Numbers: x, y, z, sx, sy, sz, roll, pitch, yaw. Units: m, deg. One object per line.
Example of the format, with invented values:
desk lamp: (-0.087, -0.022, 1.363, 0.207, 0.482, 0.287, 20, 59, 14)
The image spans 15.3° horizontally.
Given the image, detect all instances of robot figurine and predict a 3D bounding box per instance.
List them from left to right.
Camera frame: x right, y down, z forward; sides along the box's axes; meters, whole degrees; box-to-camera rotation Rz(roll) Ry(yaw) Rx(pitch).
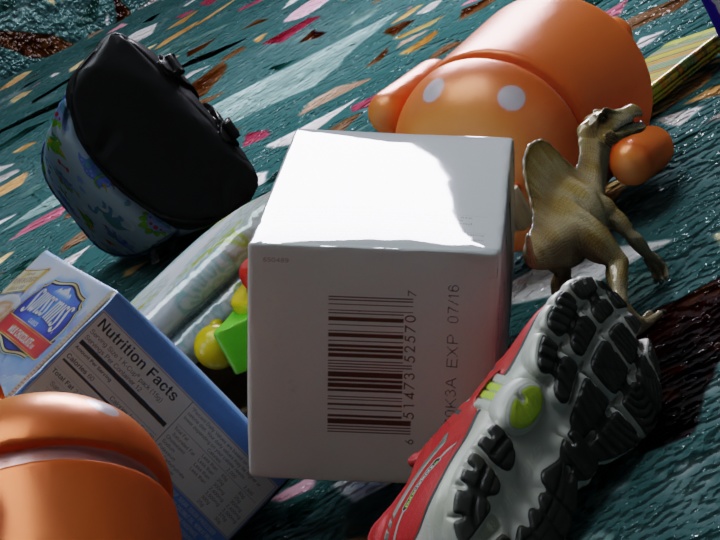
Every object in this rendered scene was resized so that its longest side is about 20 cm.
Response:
robot figurine: (-0.128, 0.134, 1.108, 0.143, 0.201, 0.117, 6, -39, -24)
robot figurine: (0.094, -0.083, 1.513, 0.117, 0.144, 0.200, -45, -1, 38)

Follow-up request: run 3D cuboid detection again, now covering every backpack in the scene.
backpack: (-0.168, -0.086, 2.028, 0.154, 0.163, 0.200, -44, 7, 3)

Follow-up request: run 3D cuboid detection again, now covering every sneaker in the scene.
sneaker: (0.062, 0.071, 1.156, 0.085, 0.077, 0.200, -24, 13, 41)

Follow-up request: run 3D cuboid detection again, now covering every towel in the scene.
towel: (-0.106, 0.031, 1.538, 0.200, 0.048, 0.171, -44, 7, -10)
towel: (0.151, -0.093, 1.684, 0.200, 0.018, 0.086, -37, 10, -25)

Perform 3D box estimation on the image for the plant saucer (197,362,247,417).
plant saucer: (-0.029, 0.046, 1.519, 0.200, 0.030, 0.200, -28, 13, 7)

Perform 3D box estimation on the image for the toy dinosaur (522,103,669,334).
toy dinosaur: (0.103, -0.014, 1.309, 0.058, 0.101, 0.200, -22, 15, 27)

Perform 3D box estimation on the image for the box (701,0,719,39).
box: (0.270, -0.182, 1.397, 0.105, 0.184, 0.200, -36, 15, -31)

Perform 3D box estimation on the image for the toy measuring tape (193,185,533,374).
toy measuring tape: (0.000, 0.000, 1.428, 0.199, 0.074, 0.074, -27, 14, 11)

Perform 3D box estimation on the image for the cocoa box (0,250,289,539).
cocoa box: (-0.141, 0.087, 1.336, 0.131, 0.133, 0.200, -46, 16, -7)

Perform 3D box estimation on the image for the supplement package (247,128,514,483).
supplement package: (0.014, 0.013, 1.288, 0.117, 0.117, 0.200, 1, 18, 4)
